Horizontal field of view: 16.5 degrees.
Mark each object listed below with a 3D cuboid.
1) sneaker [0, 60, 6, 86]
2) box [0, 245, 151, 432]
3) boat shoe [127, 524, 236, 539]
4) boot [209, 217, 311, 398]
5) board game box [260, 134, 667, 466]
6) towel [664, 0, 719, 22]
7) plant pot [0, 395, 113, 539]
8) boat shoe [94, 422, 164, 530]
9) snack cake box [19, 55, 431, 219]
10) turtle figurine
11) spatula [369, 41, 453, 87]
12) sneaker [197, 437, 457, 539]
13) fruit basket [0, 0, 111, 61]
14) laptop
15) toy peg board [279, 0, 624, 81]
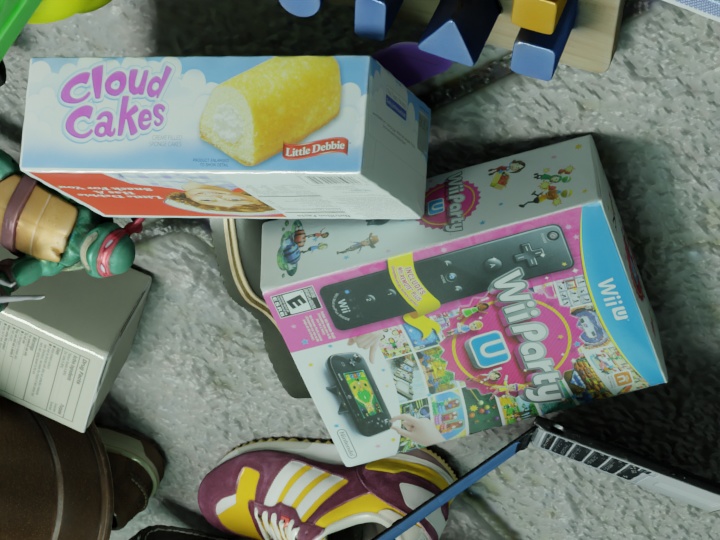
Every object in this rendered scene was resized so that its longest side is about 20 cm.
[{"bbox_3d":[-0.273,-0.100,1.471,0.115,0.076,0.200,10,117,-12],"label":"sneaker"},{"bbox_3d":[-0.246,0.015,1.613,0.200,0.078,0.095,25,139,0],"label":"box"},{"bbox_3d":[-0.070,0.224,1.755,0.201,0.072,0.061,24,136,-9],"label":"boat shoe"},{"bbox_3d":[0.000,0.000,1.489,0.138,0.078,0.200,-2,144,21],"label":"boot"},{"bbox_3d":[0.060,0.019,1.428,0.200,0.064,0.148,-16,128,11],"label":"board game box"},{"bbox_3d":[0.217,-0.191,1.206,0.147,0.024,0.200,20,137,9],"label":"towel"},{"bbox_3d":[-0.297,0.149,1.628,0.200,0.201,0.198,1,171,26],"label":"plant pot"},{"bbox_3d":[-0.243,0.138,1.743,0.202,0.075,0.075,8,136,20],"label":"boat shoe"},{"bbox_3d":[-0.072,-0.072,1.365,0.200,0.067,0.115,1,170,18],"label":"snack cake box"},{"bbox_3d":[-0.209,-0.034,1.514,0.200,0.150,0.101,22,178,21],"label":"turtle figurine"},{"bbox_3d":[-0.033,-0.108,1.407,0.200,0.021,0.056,-2,171,42],"label":"spatula"},{"bbox_3d":[-0.035,0.166,1.656,0.200,0.090,0.075,-9,129,33],"label":"sneaker"},{"bbox_3d":[-0.199,-0.197,1.317,0.155,0.216,0.216,35,139,-1],"label":"fruit basket"},{"bbox_3d":[0.110,0.155,1.490,0.200,0.116,0.187,20,175,5],"label":"laptop"},{"bbox_3d":[0.033,-0.177,1.256,0.200,0.098,0.199,16,138,11],"label":"toy peg board"}]
